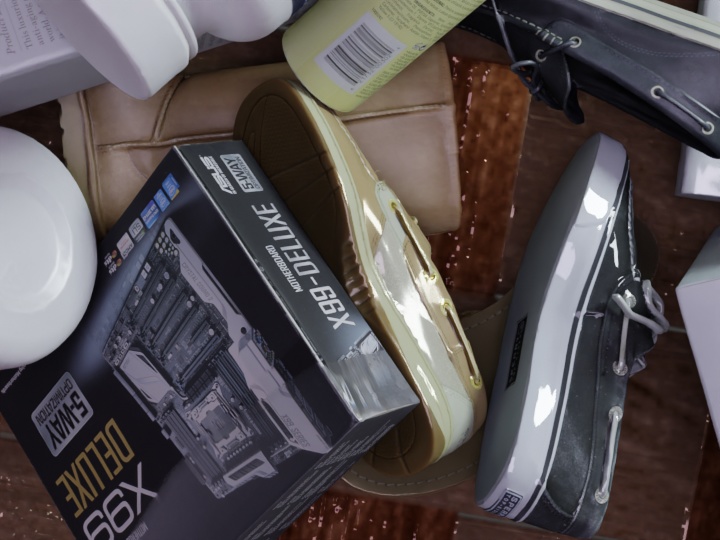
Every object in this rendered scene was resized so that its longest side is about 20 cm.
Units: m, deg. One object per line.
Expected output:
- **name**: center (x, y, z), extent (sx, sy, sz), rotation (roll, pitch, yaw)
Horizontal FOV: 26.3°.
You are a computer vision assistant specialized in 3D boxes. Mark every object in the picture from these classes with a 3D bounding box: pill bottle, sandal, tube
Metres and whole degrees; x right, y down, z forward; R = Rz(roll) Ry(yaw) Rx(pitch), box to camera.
- **pill bottle**: center (-0.045, -0.167, 0.643), extent (0.200, 0.111, 0.111), rotation (-45, 94, -12)
- **pill bottle**: center (-0.231, -0.001, 0.750), extent (0.200, 0.112, 0.112), rotation (-9, 98, 37)
- **sandal**: center (0.069, 0.052, 0.809), extent (0.212, 0.070, 0.078), rotation (-39, 80, -16)
- **tube**: center (0.050, -0.150, 0.702), extent (0.200, 0.058, 0.052), rotation (-37, 95, 28)

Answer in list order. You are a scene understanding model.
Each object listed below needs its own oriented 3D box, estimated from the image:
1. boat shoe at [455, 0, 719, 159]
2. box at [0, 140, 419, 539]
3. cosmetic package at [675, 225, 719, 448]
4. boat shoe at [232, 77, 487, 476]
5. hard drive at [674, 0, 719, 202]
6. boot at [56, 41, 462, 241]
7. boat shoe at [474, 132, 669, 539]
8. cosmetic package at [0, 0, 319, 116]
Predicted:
- **boat shoe**: center (0.103, -0.108, 0.757), extent (0.200, 0.075, 0.062), rotation (22, 90, 20)
- **box**: center (-0.084, 0.061, 0.750), extent (0.200, 0.050, 0.158), rotation (-46, 69, 34)
- **cosmetic package**: center (0.214, 0.081, 0.760), extent (0.052, 0.151, 0.200), rotation (-15, 96, 20)
- **boat shoe**: center (0.000, 0.000, 0.747), extent (0.074, 0.066, 0.200), rotation (-27, 81, 40)
- **hard drive**: center (0.238, -0.129, 0.782), extent (0.132, 0.026, 0.200), rotation (7, 88, 0)
- **boot**: center (-0.054, -0.100, 0.795), extent (0.200, 0.066, 0.175), rotation (-5, 100, -1)
- **boat shoe**: center (0.112, 0.030, 0.745), extent (0.068, 0.074, 0.199), rotation (20, 63, -10)
- **cosmetic package**: center (-0.124, -0.144, 0.719), extent (0.200, 0.071, 0.101), rotation (-19, 86, -12)
